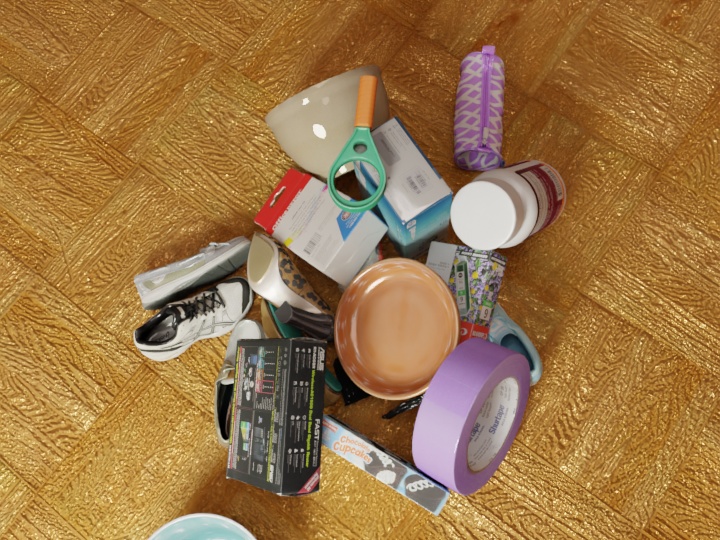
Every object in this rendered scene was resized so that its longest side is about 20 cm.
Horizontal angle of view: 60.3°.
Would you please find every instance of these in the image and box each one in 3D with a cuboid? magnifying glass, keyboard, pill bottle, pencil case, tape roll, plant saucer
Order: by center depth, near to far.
[{"bbox_3d":[0.154,0.195,0.835,0.066,0.200,0.200,21,75,36],"label":"tape roll"},{"bbox_3d":[0.001,-0.175,0.848,0.079,0.022,0.200,5,73,7],"label":"magnifying glass"},{"bbox_3d":[0.053,0.083,0.889,0.200,0.037,0.201,-6,78,31],"label":"plant saucer"},{"bbox_3d":[0.055,0.154,0.910,0.200,0.021,0.127,-28,68,26],"label":"keyboard"},{"bbox_3d":[0.219,-0.097,0.913,0.114,0.200,0.114,11,110,33],"label":"pill bottle"},{"bbox_3d":[0.199,-0.264,1.034,0.084,0.086,0.200,2,73,6],"label":"pencil case"}]

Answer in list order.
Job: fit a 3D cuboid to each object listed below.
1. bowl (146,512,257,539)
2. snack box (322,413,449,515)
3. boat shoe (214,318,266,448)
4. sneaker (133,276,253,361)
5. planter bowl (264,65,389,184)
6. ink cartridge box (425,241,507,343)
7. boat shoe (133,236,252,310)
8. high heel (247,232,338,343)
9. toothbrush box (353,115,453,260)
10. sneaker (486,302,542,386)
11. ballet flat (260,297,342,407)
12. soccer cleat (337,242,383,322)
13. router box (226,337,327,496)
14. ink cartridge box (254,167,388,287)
[{"bbox_3d":[-0.204,0.434,0.844,0.200,0.105,0.201,-1,72,4],"label":"bowl"},{"bbox_3d":[0.028,0.267,0.870,0.200,0.116,0.037,29,80,12],"label":"snack box"},{"bbox_3d":[-0.179,0.167,0.941,0.075,0.068,0.200,0,73,4],"label":"boat shoe"},{"bbox_3d":[-0.258,0.073,0.966,0.200,0.088,0.076,-35,72,-8],"label":"sneaker"},{"bbox_3d":[-0.034,-0.222,0.997,0.200,0.200,0.135,-25,97,-3],"label":"planter bowl"},{"bbox_3d":[0.136,0.064,0.914,0.109,0.050,0.200,12,86,42],"label":"ink cartridge box"},{"bbox_3d":[-0.268,-0.006,1.000,0.202,0.074,0.065,-29,78,3],"label":"boat shoe"},{"bbox_3d":[-0.102,0.029,0.976,0.071,0.143,0.200,-41,51,15],"label":"high heel"},{"bbox_3d":[0.063,-0.112,0.939,0.085,0.200,0.147,-32,73,-5],"label":"toothbrush box"},{"bbox_3d":[0.202,0.084,0.930,0.074,0.082,0.200,-42,74,-9],"label":"sneaker"},{"bbox_3d":[-0.108,0.129,0.952,0.063,0.069,0.200,-42,72,14],"label":"ballet flat"},{"bbox_3d":[0.000,0.000,0.981,0.077,0.069,0.200,-7,76,5],"label":"soccer cleat"},{"bbox_3d":[-0.116,0.193,0.848,0.062,0.150,0.200,11,78,-38],"label":"router box"},{"bbox_3d":[-0.067,-0.073,0.974,0.200,0.067,0.116,34,88,41],"label":"ink cartridge box"}]
